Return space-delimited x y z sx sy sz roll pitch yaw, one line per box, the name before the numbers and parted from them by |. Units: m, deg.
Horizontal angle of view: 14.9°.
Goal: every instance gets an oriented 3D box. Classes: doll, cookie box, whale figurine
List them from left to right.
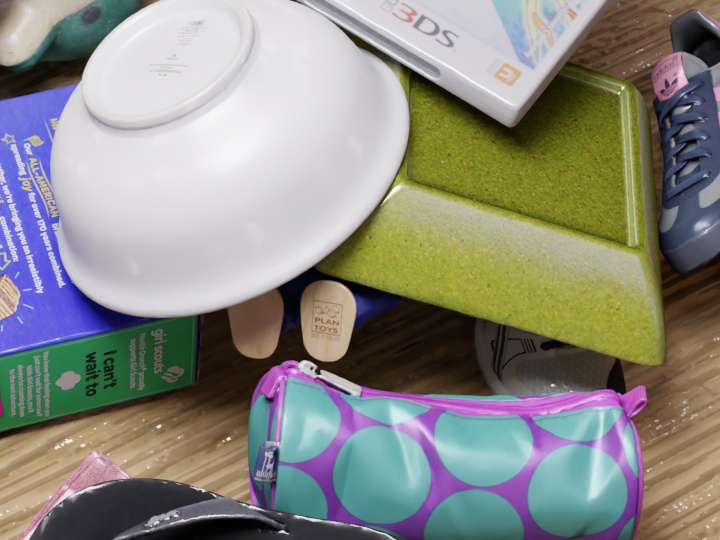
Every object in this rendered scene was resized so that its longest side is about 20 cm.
cookie box | -0.204 -0.001 1.501 0.199 0.075 0.172 -13 56 -15
whale figurine | -0.212 -0.157 1.612 0.199 0.104 0.159 -32 46 0
doll | 0.000 0.000 1.496 0.136 0.049 0.200 2 17 17

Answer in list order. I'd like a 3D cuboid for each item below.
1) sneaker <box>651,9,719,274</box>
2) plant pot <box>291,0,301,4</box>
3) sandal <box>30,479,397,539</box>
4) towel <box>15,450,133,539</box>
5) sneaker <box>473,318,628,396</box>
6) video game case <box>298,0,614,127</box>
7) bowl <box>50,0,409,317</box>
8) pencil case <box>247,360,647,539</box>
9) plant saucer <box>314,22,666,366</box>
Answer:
sneaker | 0.188 -0.075 1.568 0.082 0.070 0.200 50 29 -18
plant pot | 0.036 -0.216 1.619 0.198 0.177 0.201 5 56 -3
sandal | -0.071 0.141 1.342 0.199 0.043 0.077 2 82 10
towel | -0.107 0.198 1.375 0.200 0.023 0.144 35 76 22
sneaker | 0.097 0.002 1.530 0.075 0.088 0.201 -11 58 -16
video game case | 0.059 -0.190 1.486 0.182 0.022 0.200 32 59 13
bowl | -0.082 -0.078 1.417 0.200 0.091 0.202 -16 42 15
pencil case | 0.043 0.096 1.410 0.199 0.093 0.085 4 20 -6
plant saucer | 0.078 -0.058 1.472 0.199 0.048 0.200 16 43 -13
